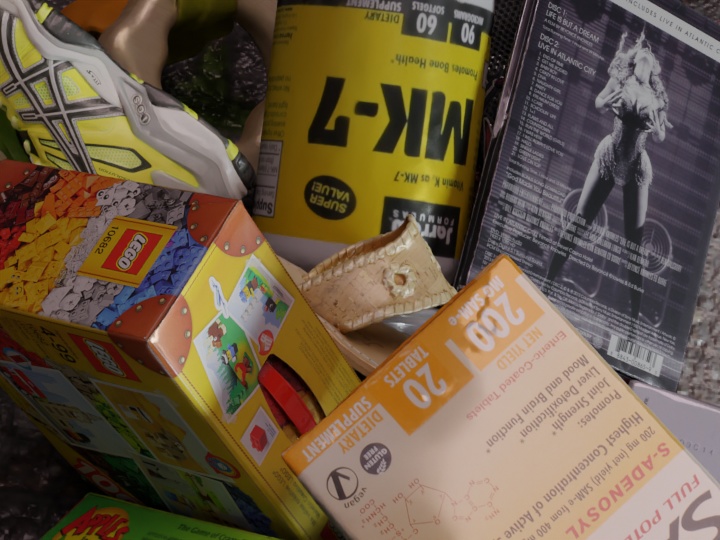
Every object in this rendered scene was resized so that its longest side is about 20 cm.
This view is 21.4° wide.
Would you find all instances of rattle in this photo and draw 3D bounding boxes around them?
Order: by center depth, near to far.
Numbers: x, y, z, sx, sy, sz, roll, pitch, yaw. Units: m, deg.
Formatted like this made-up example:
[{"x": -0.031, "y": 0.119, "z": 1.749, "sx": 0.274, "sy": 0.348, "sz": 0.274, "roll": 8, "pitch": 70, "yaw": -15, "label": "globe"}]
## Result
[{"x": -0.082, "y": -0.073, "z": 1.083, "sx": 0.200, "sy": 0.142, "sz": 0.131, "roll": 48, "pitch": 46, "yaw": -24, "label": "rattle"}]

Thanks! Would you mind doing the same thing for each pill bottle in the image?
[{"x": 0.004, "y": -0.053, "z": 0.983, "sx": 0.113, "sy": 0.114, "sz": 0.202, "roll": 6, "pitch": 91, "yaw": -6, "label": "pill bottle"}]

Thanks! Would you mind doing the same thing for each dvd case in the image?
[{"x": 0.129, "y": -0.054, "z": 0.989, "sx": 0.148, "sy": 0.016, "sz": 0.202, "roll": 23, "pitch": 75, "yaw": -30, "label": "dvd case"}]

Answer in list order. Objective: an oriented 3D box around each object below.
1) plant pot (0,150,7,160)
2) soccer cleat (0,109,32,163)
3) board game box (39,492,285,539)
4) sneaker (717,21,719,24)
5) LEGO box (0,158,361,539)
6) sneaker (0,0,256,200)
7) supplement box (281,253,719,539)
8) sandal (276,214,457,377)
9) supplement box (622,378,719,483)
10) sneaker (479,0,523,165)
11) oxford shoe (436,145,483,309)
[{"x": -0.239, "y": -0.013, "z": 0.935, "sx": 0.200, "sy": 0.201, "sz": 0.134, "roll": 45, "pitch": 31, "yaw": 20, "label": "plant pot"}, {"x": -0.162, "y": -0.052, "z": 1.036, "sx": 0.080, "sy": 0.068, "sz": 0.201, "roll": -8, "pitch": 57, "yaw": -31, "label": "soccer cleat"}, {"x": -0.088, "y": 0.160, "z": 0.838, "sx": 0.199, "sy": 0.048, "sz": 0.102, "roll": 4, "pitch": 39, "yaw": 48, "label": "board game box"}, {"x": 0.203, "y": -0.091, "z": 1.105, "sx": 0.081, "sy": 0.089, "sz": 0.200, "roll": 31, "pitch": 56, "yaw": 11, "label": "sneaker"}, {"x": -0.083, "y": 0.050, "z": 0.861, "sx": 0.148, "sy": 0.201, "sz": 0.078, "roll": 11, "pitch": 58, "yaw": 37, "label": "LEGO box"}, {"x": -0.151, "y": -0.079, "z": 0.959, "sx": 0.199, "sy": 0.075, "sz": 0.077, "roll": 35, "pitch": 85, "yaw": 5, "label": "sneaker"}, {"x": 0.079, "y": 0.112, "z": 0.769, "sx": 0.126, "sy": 0.074, "sz": 0.200, "roll": -41, "pitch": 76, "yaw": -7, "label": "supplement box"}, {"x": 0.000, "y": 0.001, "z": 0.890, "sx": 0.210, "sy": 0.070, "sz": 0.078, "roll": 26, "pitch": 14, "yaw": -2, "label": "sandal"}, {"x": 0.159, "y": 0.094, "z": 0.913, "sx": 0.108, "sy": 0.200, "sz": 0.061, "roll": 18, "pitch": 89, "yaw": 2, "label": "supplement box"}, {"x": 0.100, "y": -0.059, "z": 1.016, "sx": 0.075, "sy": 0.080, "sz": 0.202, "roll": -22, "pitch": 101, "yaw": -62, "label": "sneaker"}, {"x": 0.046, "y": -0.053, "z": 1.087, "sx": 0.074, "sy": 0.071, "sz": 0.202, "roll": -4, "pitch": 55, "yaw": 23, "label": "oxford shoe"}]
